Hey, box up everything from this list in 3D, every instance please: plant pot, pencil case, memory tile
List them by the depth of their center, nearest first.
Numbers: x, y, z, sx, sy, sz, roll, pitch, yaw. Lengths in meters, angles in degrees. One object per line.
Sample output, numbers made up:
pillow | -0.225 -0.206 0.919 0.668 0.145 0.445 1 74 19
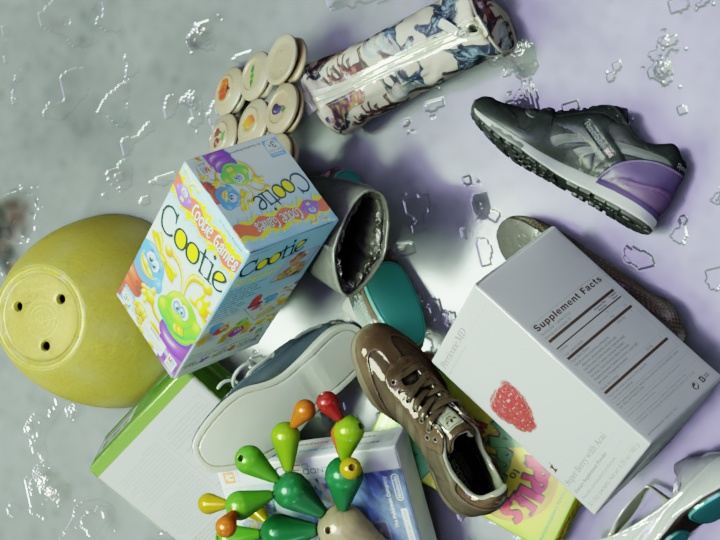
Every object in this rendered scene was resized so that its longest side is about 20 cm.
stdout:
pencil case | 0.041 -0.195 1.506 0.200 0.089 0.078 -24 83 21
memory tile | -0.104 -0.115 1.539 0.153 0.017 0.200 -17 63 51
plant pot | -0.280 0.043 1.609 0.200 0.142 0.200 0 91 22

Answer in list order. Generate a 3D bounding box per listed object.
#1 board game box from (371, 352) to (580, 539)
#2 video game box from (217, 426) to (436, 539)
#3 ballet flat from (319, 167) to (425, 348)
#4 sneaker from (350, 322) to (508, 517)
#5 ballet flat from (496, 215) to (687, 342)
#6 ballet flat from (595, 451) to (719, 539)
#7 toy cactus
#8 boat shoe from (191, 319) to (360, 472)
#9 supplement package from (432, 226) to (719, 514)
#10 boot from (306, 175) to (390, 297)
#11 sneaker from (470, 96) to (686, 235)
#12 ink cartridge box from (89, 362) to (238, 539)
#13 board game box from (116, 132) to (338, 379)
board game box | 0.114 0.166 1.507 0.200 0.048 0.102 28 101 19
video game box | -0.023 0.253 1.529 0.182 0.047 0.200 -9 108 21
ballet flat | 0.000 0.000 1.544 0.071 0.069 0.200 -39 69 43
sneaker | 0.070 0.126 1.443 0.070 0.076 0.200 -36 91 -25
ballet flat | 0.210 0.010 1.471 0.200 0.046 0.067 33 136 23
ballet flat | 0.282 0.206 1.438 0.200 0.069 0.069 -43 76 18
toy cactus | -0.043 0.211 1.452 0.165 0.102 0.200 39 107 -11
boat shoe | -0.082 0.114 1.527 0.200 0.062 0.075 -43 112 -18
supplement package | 0.185 0.086 1.416 0.200 0.120 0.121 43 141 16
boot | -0.053 -0.013 1.502 0.200 0.072 0.182 28 114 49
sneaker | 0.198 -0.117 1.466 0.200 0.076 0.088 32 88 14
ink cartridge box | -0.140 0.196 1.599 0.200 0.076 0.148 41 106 -10
board game box | -0.121 -0.011 1.438 0.103 0.105 0.200 54 139 17
